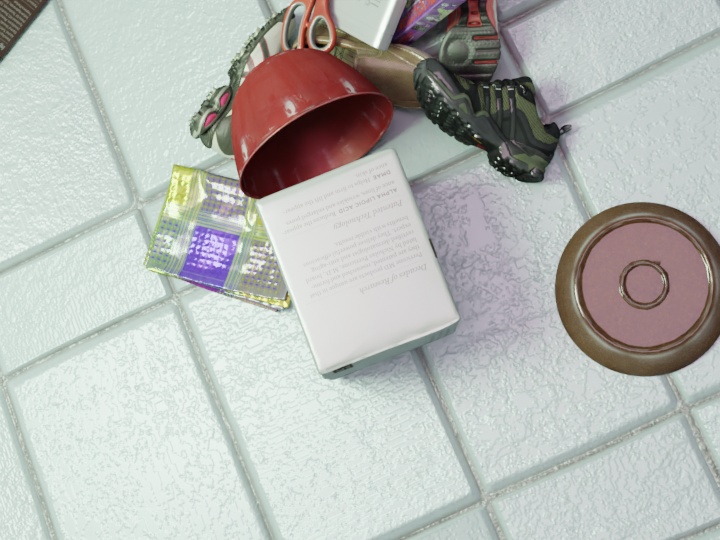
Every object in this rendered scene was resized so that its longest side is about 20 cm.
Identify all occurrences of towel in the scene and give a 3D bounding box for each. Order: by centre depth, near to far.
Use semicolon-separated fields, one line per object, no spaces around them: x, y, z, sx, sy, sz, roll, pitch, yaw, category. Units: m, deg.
-0.159;-0.043;1.348;0.198;0.023;0.145;17;85;12;towel

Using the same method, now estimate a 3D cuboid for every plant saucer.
0.321;0.018;1.248;0.198;0.034;0.202;-2;80;9;plant saucer

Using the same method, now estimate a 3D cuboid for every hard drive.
0.018;-0.374;1.275;0.132;0.027;0.201;36;113;35;hard drive

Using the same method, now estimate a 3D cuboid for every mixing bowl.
-0.073;-0.183;1.267;0.199;0.200;0.109;-31;74;4;mixing bowl

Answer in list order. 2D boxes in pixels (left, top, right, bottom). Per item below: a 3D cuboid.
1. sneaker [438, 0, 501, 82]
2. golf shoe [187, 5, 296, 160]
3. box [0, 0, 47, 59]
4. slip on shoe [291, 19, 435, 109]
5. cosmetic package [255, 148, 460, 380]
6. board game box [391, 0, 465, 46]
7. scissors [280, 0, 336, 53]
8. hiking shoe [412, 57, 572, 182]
0.139;-0.302;1.316;0.073;0.087;0.202;7;106;12;sneaker
-0.128;-0.229;1.359;0.088;0.077;0.201;34;85;-12;golf shoe
-0.536;-0.351;1.393;0.166;0.164;0.201;38;89;14;box
0.010;-0.242;1.316;0.199;0.061;0.076;28;126;16;slip on shoe
0.000;0.000;1.228;0.164;0.165;0.202;-21;82;0;cosmetic package
0.079;-0.339;1.271;0.032;0.200;0.121;6;82;-19;board game box
-0.048;-0.349;1.292;0.073;0.014;0.202;14;99;24;scissors
0.150;-0.192;1.276;0.199;0.076;0.101;37;76;-17;hiking shoe
